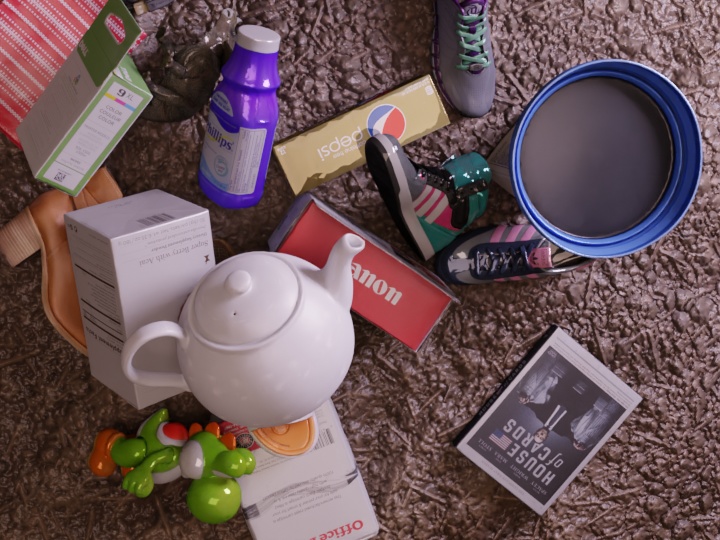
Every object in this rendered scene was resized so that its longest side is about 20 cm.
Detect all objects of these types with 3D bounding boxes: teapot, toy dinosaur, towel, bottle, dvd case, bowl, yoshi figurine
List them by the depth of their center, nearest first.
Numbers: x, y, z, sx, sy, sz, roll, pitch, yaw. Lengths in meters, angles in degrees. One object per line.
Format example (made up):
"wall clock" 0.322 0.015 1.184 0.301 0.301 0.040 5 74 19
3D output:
"teapot" -0.109 0.053 1.080 0.197 0.146 0.200 13 59 24
"bowl" 0.247 -0.113 1.089 0.200 0.039 0.201 -1 100 -8
"bottle" -0.131 -0.170 1.189 0.065 0.084 0.200 -9 128 -37
"toy dinosaur" -0.203 -0.208 1.205 0.102 0.077 0.200 24 112 -41
"towel" -0.363 -0.250 1.210 0.200 0.022 0.145 -43 102 1
"yoshi figurine" -0.210 0.237 1.221 0.200 0.112 0.112 1 125 31
"dvd case" 0.236 0.190 1.349 0.150 0.025 0.200 39 92 -10

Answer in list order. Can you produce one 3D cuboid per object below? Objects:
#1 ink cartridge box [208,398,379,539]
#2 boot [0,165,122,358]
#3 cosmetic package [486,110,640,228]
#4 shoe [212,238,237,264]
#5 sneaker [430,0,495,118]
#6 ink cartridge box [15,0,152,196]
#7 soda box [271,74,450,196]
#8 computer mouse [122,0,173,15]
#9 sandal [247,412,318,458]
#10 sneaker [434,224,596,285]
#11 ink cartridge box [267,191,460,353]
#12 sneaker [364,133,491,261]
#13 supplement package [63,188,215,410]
"ink cartridge box" -0.079 0.242 1.290 0.145 0.083 0.200 -21 100 -3
"boot" -0.305 -0.007 1.233 0.155 0.074 0.200 -34 107 -7
"cosmetic package" 0.220 -0.120 1.208 0.087 0.200 0.103 38 95 -12
"shoe" -0.157 0.062 1.269 0.070 0.053 0.200 -11 86 7
"sneaker" 0.118 -0.273 1.227 0.074 0.088 0.200 -13 100 -4
"ink cartridge box" -0.288 -0.190 1.161 0.059 0.104 0.200 26 110 -42
"soda box" -0.002 -0.158 1.242 0.200 0.068 0.064 -26 102 -2
"computer mouse" -0.254 -0.391 1.191 0.110 0.044 0.200 -25 107 3
"sandal" -0.111 0.117 1.207 0.079 0.059 0.207 -20 87 -2
"sneaker" 0.190 -0.021 1.279 0.200 0.082 0.070 -12 101 -4
"ink cartridge box" 0.000 0.000 1.214 0.200 0.176 0.084 33 94 -10
"sneaker" 0.087 -0.106 1.226 0.121 0.084 0.200 -34 141 -5
"supplement package" -0.234 0.028 1.181 0.121 0.120 0.200 -21 117 -34
